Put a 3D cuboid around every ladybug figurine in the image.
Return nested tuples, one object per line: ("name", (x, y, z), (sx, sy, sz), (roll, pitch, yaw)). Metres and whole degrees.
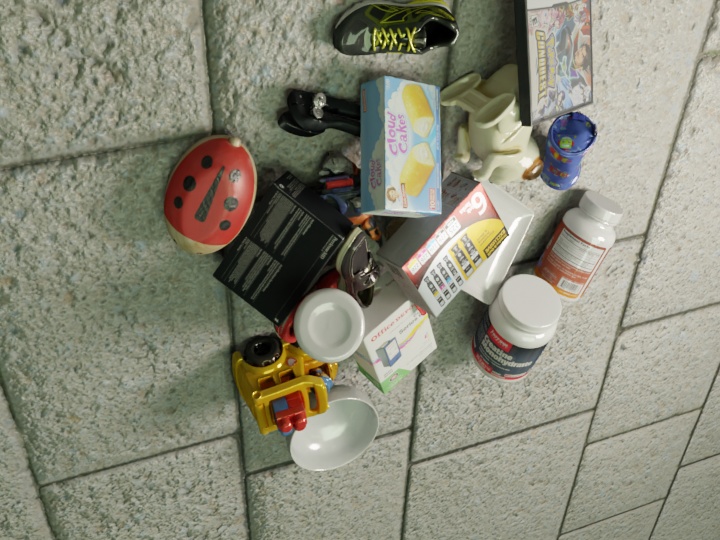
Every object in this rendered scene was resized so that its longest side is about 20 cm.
("ladybug figurine", (-0.230, -0.110, 1.225), (0.133, 0.072, 0.203), (22, 110, -9))

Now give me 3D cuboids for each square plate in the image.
("square plate", (0.225, -0.057, 1.504), (0.196, 0.028, 0.203), (25, 92, -43))

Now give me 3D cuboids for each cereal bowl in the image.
("cereal bowl", (-0.064, 0.308, 1.644), (0.196, 0.084, 0.203), (-13, 130, -16))

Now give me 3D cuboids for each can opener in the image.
("can opener", (-0.031, -0.241, 1.264), (0.196, 0.078, 0.065), (1, 86, -31))

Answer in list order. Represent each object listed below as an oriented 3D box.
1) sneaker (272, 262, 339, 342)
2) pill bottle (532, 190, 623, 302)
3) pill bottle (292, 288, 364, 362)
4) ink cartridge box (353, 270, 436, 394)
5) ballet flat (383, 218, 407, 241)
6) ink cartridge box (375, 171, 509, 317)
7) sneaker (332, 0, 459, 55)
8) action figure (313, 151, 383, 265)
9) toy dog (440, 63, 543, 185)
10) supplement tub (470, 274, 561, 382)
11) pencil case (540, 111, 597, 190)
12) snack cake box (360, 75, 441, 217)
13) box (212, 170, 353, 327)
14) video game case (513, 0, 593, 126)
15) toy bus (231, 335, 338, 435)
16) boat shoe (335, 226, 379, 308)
("sneaker", (-0.067, 0.062, 1.448), (0.199, 0.086, 0.077), (-36, 142, 7))
("pill bottle", (0.432, -0.049, 1.594), (0.110, 0.113, 0.203), (8, 121, -30))
("pill bottle", (-0.056, 0.086, 1.314), (0.110, 0.200, 0.115), (0, 89, -6))
("ink cartridge box", (0.053, 0.114, 1.512), (0.145, 0.087, 0.202), (-39, 141, -16))
("ballet flat", (0.121, -0.029, 1.487), (0.071, 0.066, 0.199), (-44, 131, 17))
("ink cartridge box", (0.153, -0.031, 1.385), (0.200, 0.083, 0.176), (-47, 127, -10))
("sneaker", (0.056, -0.356, 1.190), (0.196, 0.085, 0.076), (-17, 130, -14))
("action figure", (-0.044, -0.107, 1.353), (0.195, 0.105, 0.197), (1, 124, 11))
("toy dog", (0.238, -0.234, 1.359), (0.194, 0.139, 0.202), (-42, 136, -17))
("supplement tub", (0.309, 0.118, 1.615), (0.137, 0.142, 0.202), (-9, 145, -19))
("pencil case", (0.357, -0.207, 1.400), (0.200, 0.077, 0.088), (61, 53, -76))
("snack cake box", (0.062, -0.188, 1.256), (0.113, 0.067, 0.205), (1, 87, -36))
("box", (-0.125, -0.033, 1.301), (0.140, 0.079, 0.201), (38, 116, -1))
("video game case", (0.310, -0.347, 1.275), (0.179, 0.025, 0.204), (-24, 115, -38))
("toy bus", (-0.118, 0.214, 1.474), (0.196, 0.193, 0.138), (-17, 130, -14))
("boat shoe", (0.000, 0.000, 1.323), (0.072, 0.064, 0.201), (-51, 164, -25))
